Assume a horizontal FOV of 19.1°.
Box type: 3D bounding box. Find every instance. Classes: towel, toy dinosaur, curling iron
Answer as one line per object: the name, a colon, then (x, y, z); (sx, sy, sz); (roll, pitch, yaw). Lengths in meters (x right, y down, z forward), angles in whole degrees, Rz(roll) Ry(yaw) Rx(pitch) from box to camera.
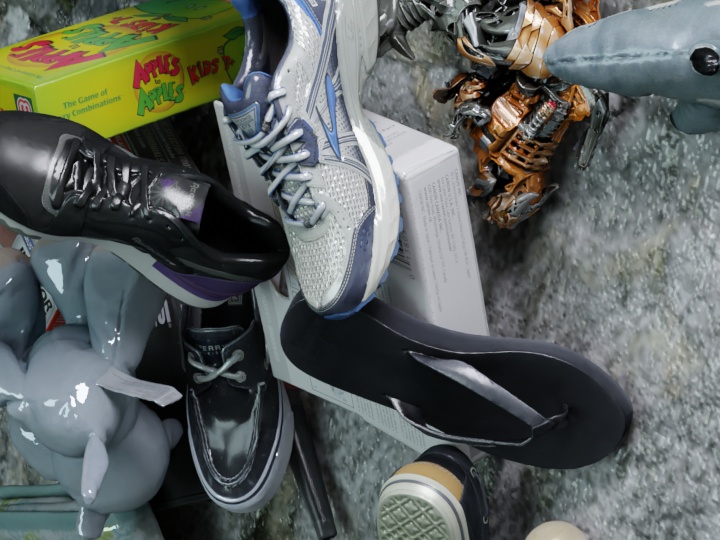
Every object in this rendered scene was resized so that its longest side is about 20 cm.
towel: (-0.188, 0.234, 1.529); (0.199, 0.048, 0.172); (-7, 111, 49)
toy dinosaur: (0.088, -0.128, 1.168); (0.135, 0.102, 0.201); (30, 100, 29)
curling iron: (-0.059, 0.087, 1.400); (0.049, 0.026, 0.201); (-30, 71, 9)

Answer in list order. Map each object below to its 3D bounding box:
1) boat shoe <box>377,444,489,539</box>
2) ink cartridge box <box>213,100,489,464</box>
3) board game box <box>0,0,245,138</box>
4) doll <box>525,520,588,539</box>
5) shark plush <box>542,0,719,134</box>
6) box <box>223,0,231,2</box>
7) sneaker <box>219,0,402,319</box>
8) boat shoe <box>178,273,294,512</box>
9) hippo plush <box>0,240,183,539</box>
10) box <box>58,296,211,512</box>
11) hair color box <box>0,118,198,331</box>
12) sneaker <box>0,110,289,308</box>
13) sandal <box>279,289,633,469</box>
boat shoe: (0.046, 0.185, 1.247); (0.074, 0.062, 0.201); (12, 129, 21)
ink cartridge box: (0.000, 0.000, 1.249); (0.176, 0.045, 0.201); (25, 136, 46)
board game box: (-0.142, -0.129, 1.338); (0.101, 0.199, 0.048); (18, 123, 48)
doll: (0.112, 0.241, 1.192); (0.136, 0.048, 0.202); (-1, 88, 60)
shark plush: (0.183, -0.094, 1.034); (0.199, 0.083, 0.092); (27, 114, 47)
box: (-0.036, -0.249, 1.174); (0.200, 0.094, 0.103); (-50, 43, 39)
sneaker: (-0.037, -0.072, 1.133); (0.077, 0.085, 0.202); (-18, 76, 46)
boat shoe: (-0.084, 0.052, 1.364); (0.071, 0.068, 0.202); (-2, 78, 19)
hippo plush: (-0.165, 0.075, 1.379); (0.199, 0.160, 0.161); (29, 161, 31)
box: (-0.161, 0.073, 1.513); (0.193, 0.047, 0.202); (-17, 81, 52)
hair color box: (-0.192, -0.031, 1.459); (0.201, 0.064, 0.111); (-57, 48, 32)
sneaker: (-0.129, -0.046, 1.223); (0.087, 0.199, 0.076); (-17, 56, 53)
sandal: (0.049, 0.067, 1.171); (0.199, 0.043, 0.077); (16, 125, 5)
